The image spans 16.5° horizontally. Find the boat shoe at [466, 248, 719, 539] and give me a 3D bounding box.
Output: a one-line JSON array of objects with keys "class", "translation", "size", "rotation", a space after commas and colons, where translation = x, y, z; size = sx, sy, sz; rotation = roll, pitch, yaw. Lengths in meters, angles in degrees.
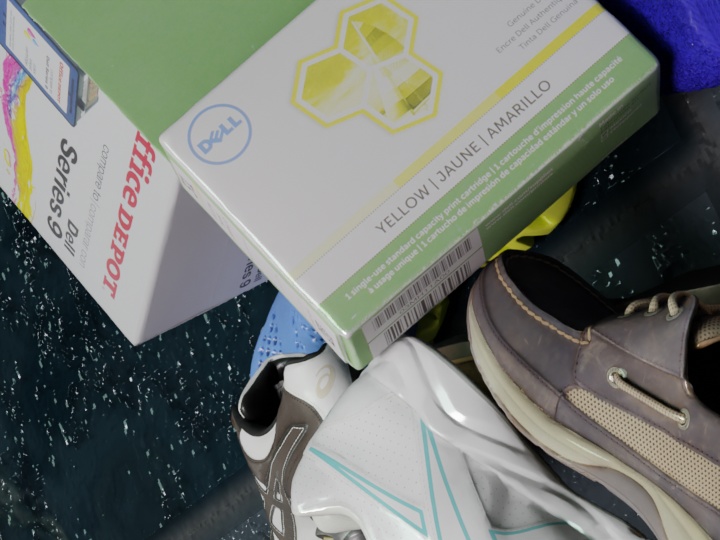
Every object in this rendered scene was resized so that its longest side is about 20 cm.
[{"class": "boat shoe", "translation": [0.111, 0.044, 0.807], "size": [0.200, 0.074, 0.073], "rotation": [44, 118, 40]}]

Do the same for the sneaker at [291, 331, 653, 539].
[{"class": "sneaker", "translation": [0.060, 0.109, 0.844], "size": [0.200, 0.070, 0.080], "rotation": [40, 84, 23]}]

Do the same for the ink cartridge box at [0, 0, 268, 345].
[{"class": "ink cartridge box", "translation": [-0.105, -0.093, 1.009], "size": [0.200, 0.087, 0.145], "rotation": [47, 146, 21]}]

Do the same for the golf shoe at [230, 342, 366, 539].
[{"class": "golf shoe", "translation": [-0.009, 0.075, 0.987], "size": [0.095, 0.078, 0.200], "rotation": [61, 164, 5]}]

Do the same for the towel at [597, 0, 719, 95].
[{"class": "towel", "translation": [0.101, -0.129, 0.822], "size": [0.148, 0.050, 0.200], "rotation": [70, 162, -6]}]

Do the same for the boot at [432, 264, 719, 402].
[{"class": "boot", "translation": [0.085, 0.047, 0.928], "size": [0.200, 0.074, 0.076], "rotation": [-11, 98, 46]}]

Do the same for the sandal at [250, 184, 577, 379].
[{"class": "sandal", "translation": [0.000, 0.000, 0.998], "size": [0.080, 0.087, 0.200], "rotation": [56, 135, 23]}]

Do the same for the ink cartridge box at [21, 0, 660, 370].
[{"class": "ink cartridge box", "translation": [-0.013, -0.084, 0.878], "size": [0.200, 0.146, 0.048], "rotation": [47, 173, 20]}]
